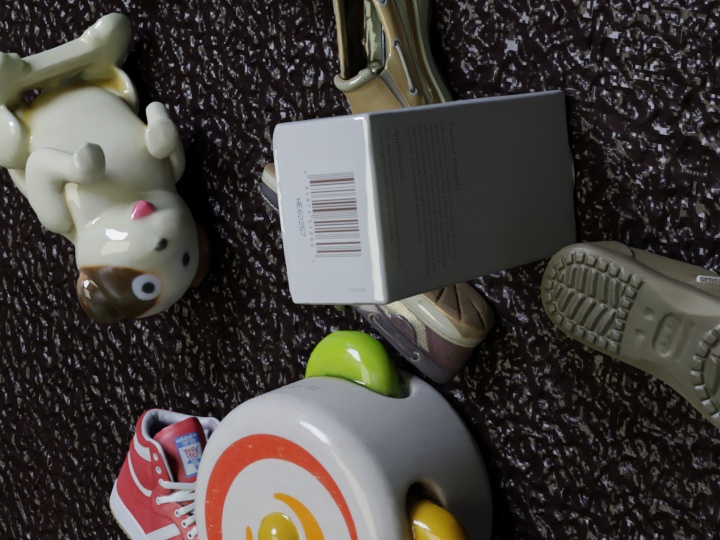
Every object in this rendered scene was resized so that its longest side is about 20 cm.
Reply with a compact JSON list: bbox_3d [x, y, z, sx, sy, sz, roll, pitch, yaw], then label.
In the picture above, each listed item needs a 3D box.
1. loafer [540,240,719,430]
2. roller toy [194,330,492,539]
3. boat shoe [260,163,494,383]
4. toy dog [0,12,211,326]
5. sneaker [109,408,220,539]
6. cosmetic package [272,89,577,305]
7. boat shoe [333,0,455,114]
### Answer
[{"bbox_3d":[0.199,0.036,0.774,0.199,0.067,0.077,33,122,13],"label":"loafer"},{"bbox_3d":[-0.015,0.165,0.924,0.201,0.139,0.183,53,126,18],"label":"roller toy"},{"bbox_3d":[0.000,0.000,0.926,0.199,0.072,0.065,38,114,21],"label":"boat shoe"},{"bbox_3d":[-0.200,-0.056,1.041,0.201,0.138,0.195,54,139,18],"label":"toy dog"},{"bbox_3d":[-0.118,0.190,1.060,0.199,0.071,0.114,38,123,31],"label":"sneaker"},{"bbox_3d":[0.044,-0.046,0.796,0.073,0.199,0.103,0,98,39],"label":"cosmetic package"},{"bbox_3d":[0.012,-0.118,0.889,0.071,0.076,0.203,-13,90,40],"label":"boat shoe"}]
